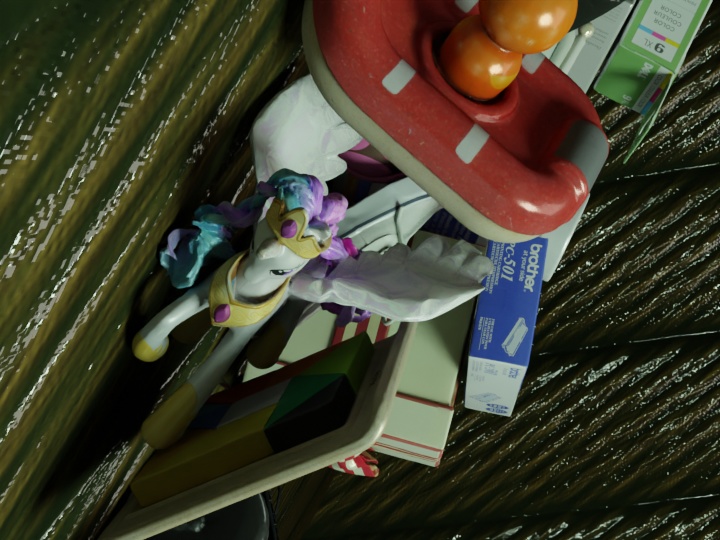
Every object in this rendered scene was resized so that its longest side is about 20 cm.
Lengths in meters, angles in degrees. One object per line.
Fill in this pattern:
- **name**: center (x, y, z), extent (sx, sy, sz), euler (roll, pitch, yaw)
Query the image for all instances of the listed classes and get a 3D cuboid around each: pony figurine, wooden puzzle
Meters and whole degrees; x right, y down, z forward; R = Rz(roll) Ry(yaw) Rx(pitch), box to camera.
- **pony figurine**: center (-0.039, -0.002, 0.643), extent (0.193, 0.167, 0.200), euler (-36, 172, -49)
- **wooden puzzle**: center (-0.060, 0.092, 0.665), extent (0.199, 0.037, 0.185), euler (-29, -172, 13)

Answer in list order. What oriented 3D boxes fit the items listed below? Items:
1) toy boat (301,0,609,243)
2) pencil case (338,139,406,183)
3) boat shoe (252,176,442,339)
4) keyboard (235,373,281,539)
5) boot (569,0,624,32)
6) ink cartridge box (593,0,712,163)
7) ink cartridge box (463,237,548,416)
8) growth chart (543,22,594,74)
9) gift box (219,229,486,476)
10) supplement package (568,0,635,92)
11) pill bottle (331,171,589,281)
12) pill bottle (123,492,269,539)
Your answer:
- **toy boat**: center (0.067, -0.121, 0.610), extent (0.131, 0.200, 0.131), euler (-46, -174, 46)
- **pencil case**: center (0.049, -0.159, 0.856), extent (0.094, 0.090, 0.201), euler (61, 42, -30)
- **boat shoe**: center (0.001, -0.001, 0.798), extent (0.201, 0.087, 0.075), euler (-31, -179, -31)
- **keyboard**: center (-0.082, 0.198, 0.976), extent (0.104, 0.039, 0.201), euler (111, -29, -50)
- **boot**: center (0.078, -0.215, 0.740), extent (0.202, 0.155, 0.073), euler (-24, 154, 18)
- **ink cartridge box**: center (0.264, -0.209, 1.002), extent (0.201, 0.059, 0.104), euler (-63, 175, -11)
- **ink cartridge box**: center (0.108, 0.046, 0.848), extent (0.200, 0.044, 0.095), euler (74, 27, -73)
- **growth chart**: center (0.107, -0.210, 0.822), extent (0.018, 0.200, 0.145), euler (10, -123, 52)
- **gift box**: center (-0.008, 0.067, 0.921), extent (0.185, 0.198, 0.188), euler (64, 39, -73)
- **supplement package**: center (0.168, -0.213, 1.036), extent (0.122, 0.119, 0.201), euler (-57, 173, -48)
- **pill bottle**: center (0.085, -0.070, 0.936), extent (0.113, 0.199, 0.112), euler (-62, 173, -13)
- **pill bottle**: center (-0.135, 0.233, 0.896), extent (0.112, 0.111, 0.201), euler (-57, 171, -32)
